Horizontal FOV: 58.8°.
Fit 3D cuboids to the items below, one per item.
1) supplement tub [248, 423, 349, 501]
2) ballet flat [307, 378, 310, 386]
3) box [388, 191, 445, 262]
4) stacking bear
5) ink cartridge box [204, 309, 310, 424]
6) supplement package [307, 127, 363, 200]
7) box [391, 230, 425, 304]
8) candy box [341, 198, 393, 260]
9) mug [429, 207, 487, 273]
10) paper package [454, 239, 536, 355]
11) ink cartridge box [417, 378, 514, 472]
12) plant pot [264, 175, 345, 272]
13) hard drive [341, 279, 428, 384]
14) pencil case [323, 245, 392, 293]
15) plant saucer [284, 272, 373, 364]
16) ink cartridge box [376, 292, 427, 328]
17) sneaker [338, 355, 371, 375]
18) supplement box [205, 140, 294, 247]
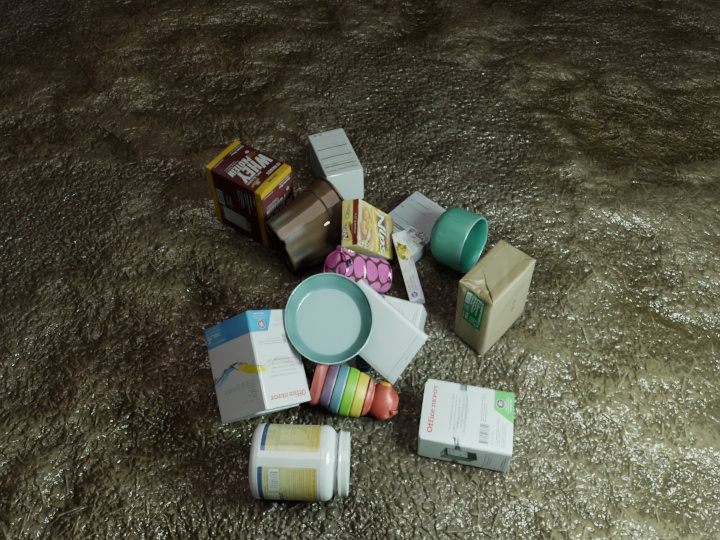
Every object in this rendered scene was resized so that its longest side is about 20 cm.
[{"bbox_3d":[-0.119,0.388,1.293,0.193,0.147,0.147,2,49,2],"label":"supplement tub"},{"bbox_3d":[-0.196,0.231,1.490,0.197,0.073,0.072,32,56,22],"label":"ballet flat"},{"bbox_3d":[0.150,-0.123,1.789,0.154,0.042,0.199,35,60,26],"label":"box"},{"bbox_3d":[-0.009,0.270,1.417,0.194,0.121,0.117,17,92,2],"label":"stacking bear"},{"bbox_3d":[-0.221,0.204,1.369,0.143,0.145,0.206,-22,76,32],"label":"ink cartridge box"},{"bbox_3d":[-0.074,-0.307,1.898,0.114,0.119,0.203,-14,51,-12],"label":"supplement package"},{"bbox_3d":[0.124,-0.007,1.661,0.038,0.042,0.205,-17,63,6],"label":"box"},{"bbox_3d":[0.021,-0.101,1.649,0.054,0.199,0.119,-4,79,29],"label":"candy box"},{"bbox_3d":[0.256,-0.080,1.695,0.112,0.185,0.154,25,76,28],"label":"mug"},{"bbox_3d":[0.317,0.065,1.524,0.102,0.203,0.190,33,58,27],"label":"paper package"},{"bbox_3d":[0.226,0.331,1.375,0.193,0.085,0.149,9,50,8],"label":"ink cartridge box"},{"bbox_3d":[-0.138,-0.110,1.695,0.196,0.203,0.200,-34,56,-16],"label":"plant pot"},{"bbox_3d":[0.037,0.135,1.428,0.199,0.027,0.133,39,91,14],"label":"hard drive"},{"bbox_3d":[0.000,0.000,1.589,0.089,0.198,0.097,-2,81,37],"label":"pencil case"},{"bbox_3d":[-0.069,0.107,1.397,0.193,0.036,0.206,2,70,-6],"label":"plant saucer"},{"bbox_3d":[0.053,0.105,1.519,0.194,0.146,0.089,12,82,12],"label":"ink cartridge box"},{"bbox_3d":[-0.058,0.171,1.494,0.194,0.117,0.082,16,52,15],"label":"sneaker"},{"bbox_3d":[-0.298,-0.212,1.767,0.196,0.200,0.133,27,54,22],"label":"supplement box"}]
